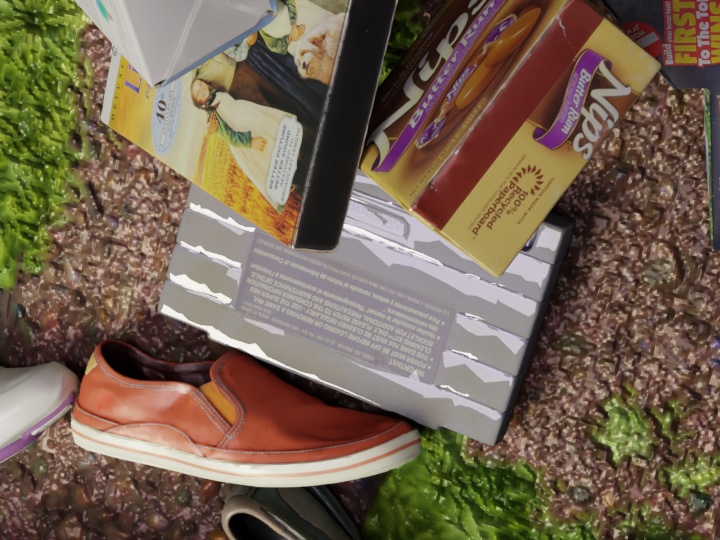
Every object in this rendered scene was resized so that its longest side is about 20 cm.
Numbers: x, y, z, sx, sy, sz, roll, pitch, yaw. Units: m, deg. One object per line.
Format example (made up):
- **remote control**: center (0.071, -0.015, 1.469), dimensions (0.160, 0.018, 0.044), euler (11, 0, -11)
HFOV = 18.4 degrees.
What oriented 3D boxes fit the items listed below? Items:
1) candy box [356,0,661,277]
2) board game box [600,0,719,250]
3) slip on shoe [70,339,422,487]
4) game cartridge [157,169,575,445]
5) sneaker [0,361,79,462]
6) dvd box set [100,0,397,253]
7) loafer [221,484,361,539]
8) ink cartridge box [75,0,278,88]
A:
- **candy box**: center (0.056, -0.074, 1.022), dimensions (0.056, 0.200, 0.117), euler (37, 92, -13)
- **board game box**: center (0.210, -0.103, 1.023), dimensions (0.199, 0.062, 0.201), euler (2, 130, 12)
- **slip on shoe**: center (-0.063, 0.075, 1.183), dimensions (0.199, 0.074, 0.062), euler (8, 102, 22)
- **game cartridge**: center (0.000, 0.000, 1.163), dimensions (0.199, 0.038, 0.130), euler (22, 112, 13)
- **sneaker**: center (-0.253, 0.070, 1.240), dimensions (0.199, 0.075, 0.100), euler (-14, 99, 21)
- **dvd box set**: center (-0.059, -0.111, 1.097), dimensions (0.200, 0.029, 0.147), euler (34, 115, 49)
- **loafer**: center (-0.003, 0.190, 1.189), dimensions (0.200, 0.063, 0.072), euler (47, 112, 4)
- **ink cartridge box**: center (-0.129, -0.199, 1.058), dimensions (0.200, 0.076, 0.137), euler (45, 160, 43)
